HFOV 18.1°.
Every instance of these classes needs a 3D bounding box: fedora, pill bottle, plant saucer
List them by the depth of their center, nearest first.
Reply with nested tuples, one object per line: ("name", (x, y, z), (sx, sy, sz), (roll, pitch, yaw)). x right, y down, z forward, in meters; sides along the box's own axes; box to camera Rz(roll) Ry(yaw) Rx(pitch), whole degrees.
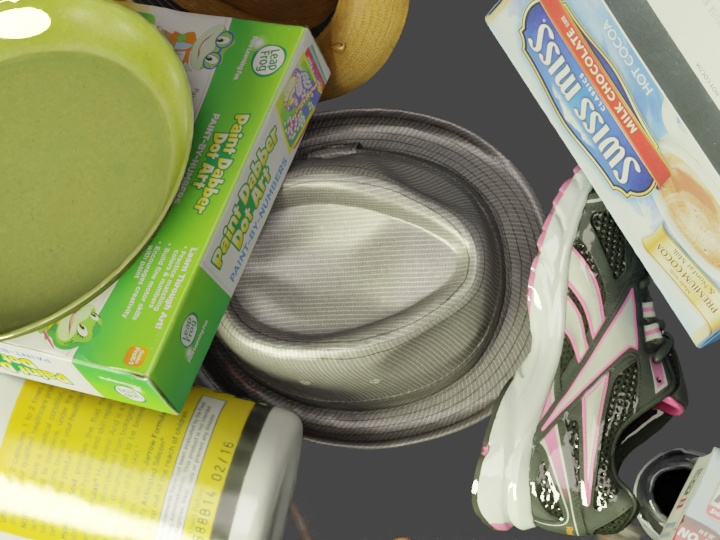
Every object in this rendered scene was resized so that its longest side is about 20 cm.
("plant saucer", (-0.168, -0.045, 1.078), (0.199, 0.031, 0.201), (-10, 57, 15))
("pill bottle", (-0.136, 0.100, 1.122), (0.199, 0.111, 0.112), (14, 85, 5))
("fedora", (0.000, 0.000, 1.134), (0.199, 0.090, 0.178), (4, 85, 4))
("fedora", (-0.055, -0.178, 1.146), (0.200, 0.201, 0.082), (31, 46, 6))

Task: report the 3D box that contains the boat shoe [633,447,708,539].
("boat shoe", (0.229, 0.144, 1.115), (0.200, 0.068, 0.072), (28, 86, 6))

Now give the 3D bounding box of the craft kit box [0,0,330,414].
("craft kit box", (-0.140, -0.043, 1.110), (0.197, 0.049, 0.200), (11, 64, 28))

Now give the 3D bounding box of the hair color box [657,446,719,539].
("hair color box", (0.142, 0.184, 1.033), (0.060, 0.099, 0.200), (25, 85, 7))

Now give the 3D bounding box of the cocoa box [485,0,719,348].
("cocoa box", (0.183, -0.090, 1.080), (0.133, 0.131, 0.200), (-21, 74, -41))

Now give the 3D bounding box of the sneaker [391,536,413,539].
("sneaker", (-0.038, 0.189, 1.071), (0.073, 0.085, 0.200), (42, 50, 12))

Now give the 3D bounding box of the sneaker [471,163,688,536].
("sneaker", (0.125, 0.041, 1.115), (0.086, 0.080, 0.201), (13, 79, 17))
